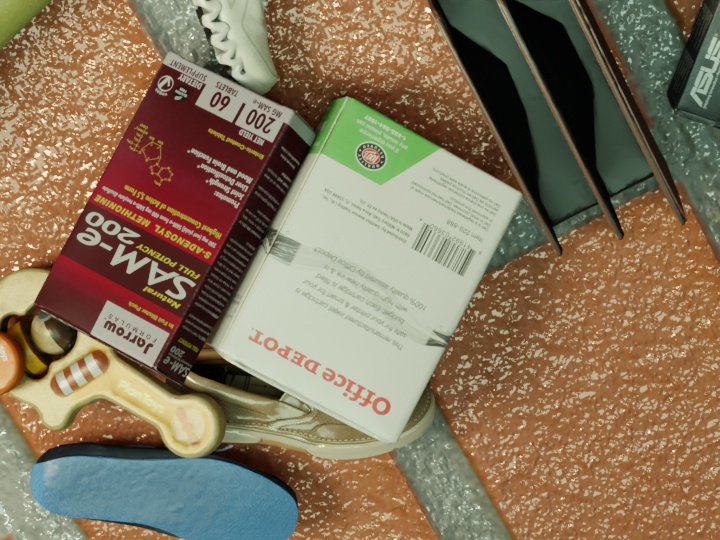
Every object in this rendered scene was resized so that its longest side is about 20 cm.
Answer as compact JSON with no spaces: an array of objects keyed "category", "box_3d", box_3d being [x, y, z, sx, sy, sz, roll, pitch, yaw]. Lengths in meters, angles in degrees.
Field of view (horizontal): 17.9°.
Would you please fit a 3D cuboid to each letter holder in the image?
[{"category":"letter holder","box_3d":[0.135,-0.113,1.564,0.100,0.142,0.201,-26,109,8]}]

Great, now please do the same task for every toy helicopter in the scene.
[{"category":"toy helicopter","box_3d":[-0.180,0.063,1.636,0.199,0.079,0.133,31,93,9]}]

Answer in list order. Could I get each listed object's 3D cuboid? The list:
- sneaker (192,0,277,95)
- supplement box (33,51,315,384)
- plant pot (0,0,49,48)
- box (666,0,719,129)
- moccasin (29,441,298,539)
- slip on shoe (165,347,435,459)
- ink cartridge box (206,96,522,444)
[{"category":"sneaker","box_3d":[-0.087,-0.217,1.561,0.081,0.075,0.201,-20,110,-4]},{"category":"supplement box","box_3d":[-0.128,-0.036,1.572,0.108,0.061,0.201,26,85,19]},{"category":"plant pot","box_3d":[-0.304,-0.188,1.505,0.184,0.200,0.201,-37,107,0]},{"category":"box","box_3d":[0.325,-0.182,1.593,0.160,0.049,0.201,18,111,-7]},{"category":"moccasin","box_3d":[-0.143,0.154,1.698,0.199,0.068,0.081,15,102,-8]},{"category":"slip on shoe","box_3d":[-0.044,0.089,1.669,0.199,0.076,0.061,5,132,4]},{"category":"ink cartridge box","box_3d":[0.000,0.000,1.601,0.145,0.084,0.201,29,86,-11]}]
